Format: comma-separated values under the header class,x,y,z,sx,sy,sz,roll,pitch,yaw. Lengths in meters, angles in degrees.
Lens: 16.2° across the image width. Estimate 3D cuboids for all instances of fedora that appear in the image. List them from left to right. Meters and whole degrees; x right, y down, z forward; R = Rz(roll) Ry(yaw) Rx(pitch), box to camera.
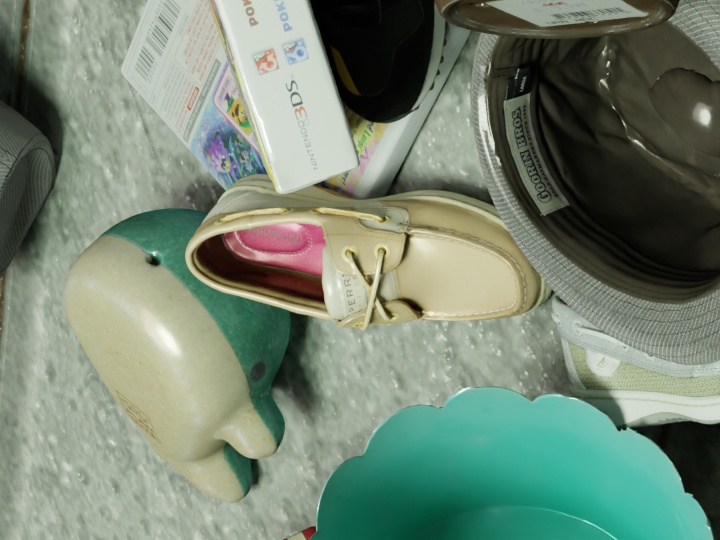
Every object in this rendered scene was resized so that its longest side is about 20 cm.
class,x,y,z,sx,sy,sz,roll,pitch,yaw
fedora,-0.243,-0.039,1.513,0.090,0.177,0.200,26,142,-1
fedora,0.141,-0.060,1.100,0.200,0.090,0.177,28,125,43

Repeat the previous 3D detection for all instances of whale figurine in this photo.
class,x,y,z,sx,sy,sz,roll,pitch,yaw
whale figurine,-0.090,0.046,1.424,0.159,0.104,0.200,36,155,31

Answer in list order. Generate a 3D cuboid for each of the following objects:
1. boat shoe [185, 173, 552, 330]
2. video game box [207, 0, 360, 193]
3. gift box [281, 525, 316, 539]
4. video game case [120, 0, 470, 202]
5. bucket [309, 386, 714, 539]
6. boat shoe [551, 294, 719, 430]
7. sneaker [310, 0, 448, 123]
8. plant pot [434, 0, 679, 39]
class,x,y,z,sx,sy,sz,roll,pitch,yaw
boat shoe,0.000,0.000,1.285,0.200,0.069,0.074,7,122,32
video game box,-0.052,-0.134,1.202,0.200,0.047,0.183,-122,16,-83
gift box,-0.009,0.251,1.335,0.187,0.184,0.200,62,164,20
video game case,-0.039,-0.117,1.333,0.182,0.024,0.200,48,135,21
bucket,0.072,0.170,1.185,0.207,0.207,0.135,48,168,21
boat shoe,0.162,0.028,1.145,0.202,0.074,0.065,-13,102,56
sneaker,-0.013,-0.168,1.206,0.070,0.090,0.200,3,99,36
plant pot,0.079,-0.198,0.995,0.187,0.187,0.200,-8,80,48
